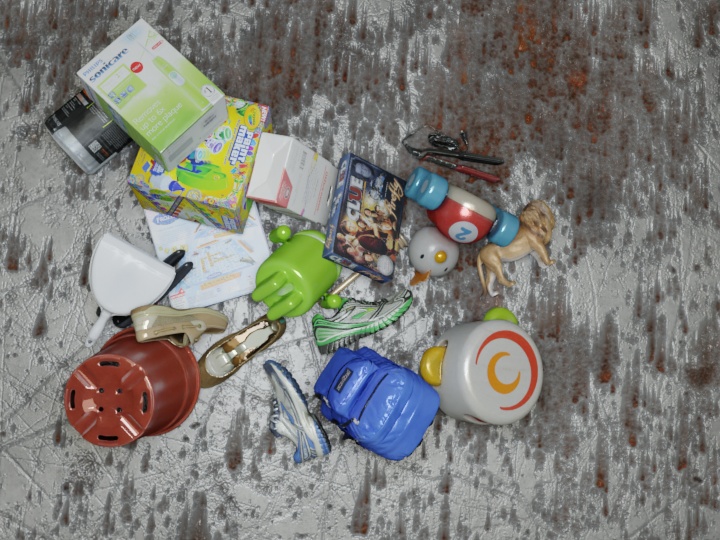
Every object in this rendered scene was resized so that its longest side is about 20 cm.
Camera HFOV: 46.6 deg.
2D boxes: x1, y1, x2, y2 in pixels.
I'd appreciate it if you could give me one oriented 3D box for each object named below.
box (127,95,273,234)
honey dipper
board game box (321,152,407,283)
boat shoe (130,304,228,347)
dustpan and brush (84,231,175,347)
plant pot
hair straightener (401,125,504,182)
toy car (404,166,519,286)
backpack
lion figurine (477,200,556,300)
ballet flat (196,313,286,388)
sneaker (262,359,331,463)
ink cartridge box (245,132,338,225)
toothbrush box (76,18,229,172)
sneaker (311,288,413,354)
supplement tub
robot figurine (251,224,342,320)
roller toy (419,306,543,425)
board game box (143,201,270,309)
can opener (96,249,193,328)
[{"bbox_3d":[-0.272,-0.196,1.461,0.191,0.122,0.201,14,72,3],"label":"box"},{"bbox_3d":[0.000,0.000,1.546,0.200,0.038,0.038,-38,90,-4],"label":"honey dipper"},{"bbox_3d":[0.010,-0.094,1.496,0.135,0.035,0.201,23,64,-29],"label":"board game box"},{"bbox_3d":[-0.310,0.103,1.448,0.071,0.199,0.065,-25,69,36],"label":"boat shoe"},{"bbox_3d":[-0.420,0.049,1.424,0.139,0.057,0.201,30,91,-14],"label":"dustpan and brush"},{"bbox_3d":[-0.389,0.202,1.404,0.199,0.195,0.203,0,92,3],"label":"plant pot"},{"bbox_3d":[0.177,-0.228,1.579,0.198,0.041,0.078,15,85,0],"label":"hair straightener"},{"bbox_3d":[0.149,-0.053,1.506,0.183,0.177,0.201,25,98,-15],"label":"toy car"},{"bbox_3d":[0.023,0.228,1.431,0.167,0.200,0.163,31,86,-31],"label":"backpack"},{"bbox_3d":[0.284,-0.040,1.557,0.199,0.072,0.123,-29,82,-2],"label":"lion figurine"},{"bbox_3d":[-0.219,0.143,1.499,0.199,0.072,0.068,-32,91,-6],"label":"ballet flat"},{"bbox_3d":[-0.133,0.257,1.500,0.085,0.077,0.201,-29,89,-2],"label":"sneaker"},{"bbox_3d":[-0.115,-0.157,1.488,0.067,0.200,0.117,12,85,25],"label":"ink cartridge box"},{"bbox_3d":[-0.338,-0.288,1.377,0.200,0.086,0.146,43,76,10],"label":"toothbrush box"},{"bbox_3d":[0.004,0.078,1.520,0.199,0.078,0.086,-24,88,-6],"label":"sneaker"},{"bbox_3d":[-0.445,-0.277,1.480,0.200,0.123,0.123,-41,91,-6],"label":"supplement tub"},{"bbox_3d":[-0.107,0.004,1.470,0.176,0.115,0.200,51,39,-7],"label":"robot figurine"},{"bbox_3d":[0.216,0.183,1.488,0.199,0.139,0.183,-33,99,-28],"label":"roller toy"},{"bbox_3d":[-0.269,-0.041,1.521,0.198,0.041,0.201,-16,88,-6],"label":"board game box"},{"bbox_3d":[-0.371,0.036,1.471,0.199,0.079,0.064,-33,88,15],"label":"can opener"}]
